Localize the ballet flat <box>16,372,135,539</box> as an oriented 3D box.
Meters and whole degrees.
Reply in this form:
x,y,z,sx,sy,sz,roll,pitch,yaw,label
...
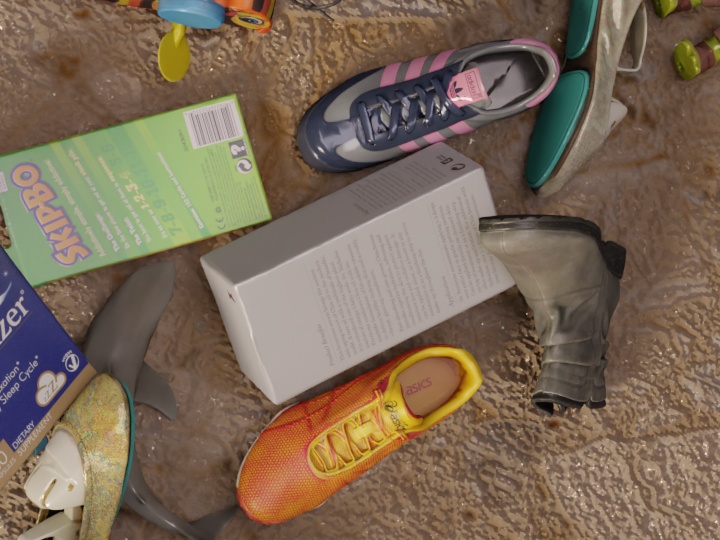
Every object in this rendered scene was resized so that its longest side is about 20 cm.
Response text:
x,y,z,sx,sy,sz,roll,pitch,yaw,label
-0.197,0.163,1.467,0.071,0.071,0.200,6,116,-14,ballet flat

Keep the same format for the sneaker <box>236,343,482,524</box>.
x,y,z,sx,sy,sz,roll,pitch,yaw,label
-0.004,0.108,1.550,0.200,0.077,0.073,-36,94,-18,sneaker

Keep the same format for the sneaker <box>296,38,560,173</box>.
x,y,z,sx,sy,sz,roll,pitch,yaw,label
0.051,-0.126,1.584,0.200,0.082,0.070,-22,92,-15,sneaker

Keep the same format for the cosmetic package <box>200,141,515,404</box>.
x,y,z,sx,sy,sz,roll,pitch,yaw,label
0.000,0.000,1.551,0.200,0.071,0.101,-26,118,-15,cosmetic package

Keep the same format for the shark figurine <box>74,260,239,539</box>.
x,y,z,sx,sy,sz,roll,pitch,yaw,label
-0.158,0.109,1.512,0.128,0.090,0.215,-16,88,-14,shark figurine

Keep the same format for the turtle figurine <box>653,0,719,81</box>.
x,y,z,sx,sy,sz,roll,pitch,yaw,label
0.306,-0.217,1.666,0.161,0.064,0.200,-19,103,-7,turtle figurine

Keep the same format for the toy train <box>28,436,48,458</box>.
x,y,z,sx,sy,sz,roll,pitch,yaw,label
-0.309,0.077,1.480,0.116,0.085,0.200,-38,96,-24,toy train

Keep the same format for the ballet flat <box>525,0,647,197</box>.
x,y,z,sx,sy,sz,roll,pitch,yaw,label
0.178,-0.143,1.629,0.062,0.067,0.200,19,82,-22,ballet flat

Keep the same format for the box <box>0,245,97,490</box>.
x,y,z,sx,sy,sz,roll,pitch,yaw,label
-0.264,0.040,1.411,0.121,0.032,0.200,-53,126,-28,box

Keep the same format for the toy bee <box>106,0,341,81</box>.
x,y,z,sx,sy,sz,roll,pitch,yaw,label
-0.104,-0.191,1.550,0.200,0.109,0.131,30,87,14,toy bee

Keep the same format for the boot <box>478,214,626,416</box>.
x,y,z,sx,sy,sz,roll,pitch,yaw,label
0.140,0.034,1.553,0.068,0.200,0.131,1,80,28,boot

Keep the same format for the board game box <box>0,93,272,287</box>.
x,y,z,sx,sy,sz,roll,pitch,yaw,label
-0.171,-0.054,1.549,0.200,0.030,0.096,-16,90,-17,board game box
